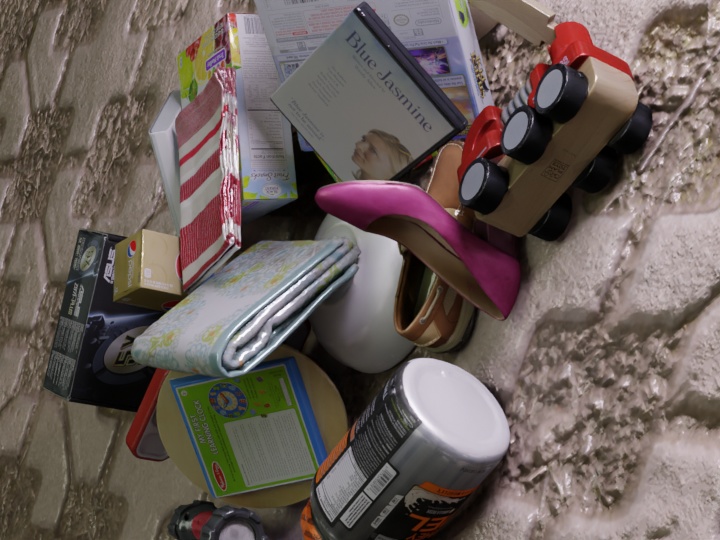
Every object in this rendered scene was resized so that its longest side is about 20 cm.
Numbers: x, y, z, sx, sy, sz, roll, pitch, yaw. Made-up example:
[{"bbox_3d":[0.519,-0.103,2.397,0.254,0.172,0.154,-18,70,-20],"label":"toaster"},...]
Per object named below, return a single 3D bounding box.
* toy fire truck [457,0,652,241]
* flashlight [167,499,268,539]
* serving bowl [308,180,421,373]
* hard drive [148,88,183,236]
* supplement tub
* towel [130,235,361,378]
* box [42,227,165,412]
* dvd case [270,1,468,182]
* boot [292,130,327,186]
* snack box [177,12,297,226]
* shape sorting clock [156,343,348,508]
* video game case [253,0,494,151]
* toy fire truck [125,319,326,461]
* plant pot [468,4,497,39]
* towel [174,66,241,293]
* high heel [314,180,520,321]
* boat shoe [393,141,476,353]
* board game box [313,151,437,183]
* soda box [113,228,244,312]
[{"bbox_3d":[0.146,-0.157,1.415,0.176,0.129,0.200,-51,30,34],"label":"toy fire truck"},{"bbox_3d":[-0.160,0.280,1.700,0.068,0.068,0.200,-57,17,-16],"label":"flashlight"},{"bbox_3d":[0.000,0.000,1.610,0.200,0.066,0.200,-26,58,49],"label":"serving bowl"},{"bbox_3d":[-0.195,-0.092,1.819,0.132,0.027,0.200,-79,-20,-62],"label":"hard drive"},{"bbox_3d":[0.035,0.185,1.443,0.200,0.122,0.123,-54,40,32],"label":"supplement tub"},{"bbox_3d":[-0.110,0.036,1.561,0.171,0.200,0.048,-2,122,55],"label":"towel"},{"bbox_3d":[-0.270,0.064,1.897,0.086,0.164,0.200,13,89,57],"label":"box"},{"bbox_3d":[0.004,-0.148,1.467,0.018,0.143,0.200,-43,4,-32],"label":"dvd case"},{"bbox_3d":[-0.086,-0.132,1.785,0.200,0.074,0.076,-30,46,51],"label":"boot"},{"bbox_3d":[-0.135,-0.157,1.709,0.169,0.068,0.200,159,106,-64],"label":"snack box"},{"bbox_3d":[-0.111,0.156,1.626,0.200,0.200,0.039,-60,8,23],"label":"shape sorting clock"},{"bbox_3d":[0.013,-0.208,1.511,0.200,0.182,0.045,-2,32,26],"label":"video game case"},{"bbox_3d":[-0.142,0.123,1.683,0.200,0.168,0.112,-64,36,19],"label":"toy fire truck"},{"bbox_3d":[0.036,-0.335,1.545,0.187,0.200,0.188,-28,54,48],"label":"plant pot"},{"bbox_3d":[-0.161,-0.093,1.635,0.144,0.023,0.200,141,130,-57],"label":"towel"},{"bbox_3d":[0.052,-0.020,1.422,0.067,0.200,0.096,127,152,-66],"label":"high heel"},{"bbox_3d":[0.075,-0.024,1.493,0.076,0.074,0.200,-1,79,48],"label":"boat shoe"},{"bbox_3d":[-0.011,-0.159,1.649,0.102,0.048,0.200,-31,41,-4],"label":"board game box"},{"bbox_3d":[-0.166,0.013,1.727,0.064,0.200,0.068,-25,59,49],"label":"soda box"}]
